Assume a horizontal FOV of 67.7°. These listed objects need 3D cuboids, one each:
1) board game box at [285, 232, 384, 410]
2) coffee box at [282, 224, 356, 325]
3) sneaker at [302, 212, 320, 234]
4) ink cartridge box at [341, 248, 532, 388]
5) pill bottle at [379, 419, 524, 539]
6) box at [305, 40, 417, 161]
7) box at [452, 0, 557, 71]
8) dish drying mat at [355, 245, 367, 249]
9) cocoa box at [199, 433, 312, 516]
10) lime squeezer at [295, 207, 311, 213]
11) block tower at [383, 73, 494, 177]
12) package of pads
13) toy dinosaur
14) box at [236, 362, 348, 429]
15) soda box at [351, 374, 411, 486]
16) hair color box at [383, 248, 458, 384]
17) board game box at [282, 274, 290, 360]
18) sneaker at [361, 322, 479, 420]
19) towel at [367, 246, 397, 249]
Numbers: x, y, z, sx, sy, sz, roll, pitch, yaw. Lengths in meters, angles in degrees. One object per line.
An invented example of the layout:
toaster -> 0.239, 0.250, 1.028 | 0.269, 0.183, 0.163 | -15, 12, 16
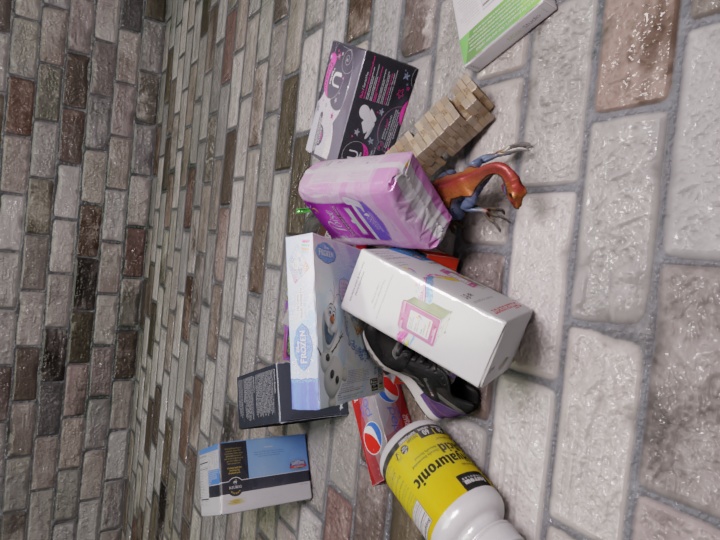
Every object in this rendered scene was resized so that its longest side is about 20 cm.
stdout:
board game box -> -0.028, 0.067, 0.706 | 0.043, 0.199, 0.203 | -6, 81, 23
coffee box -> -0.071, 0.012, 0.988 | 0.114, 0.079, 0.201 | -74, 9, -47
sneaker -> -0.051, -0.098, 1.044 | 0.091, 0.075, 0.202 | 50, 130, 36
ink cartridge box -> 0.099, 0.049, 0.672 | 0.198, 0.144, 0.086 | 29, 106, 25
pill bottle -> 0.118, 0.303, 0.705 | 0.200, 0.110, 0.113 | 42, 120, 49
box -> -0.006, -0.284, 0.956 | 0.132, 0.113, 0.203 | 42, 120, 49
box -> 0.190, -0.408, 0.752 | 0.144, 0.036, 0.204 | -26, 64, 52
dish drying mat -> 0.000, 0.000, 0.855 | 0.077, 0.018, 0.204 | 123, 153, -78
cocoa box -> -0.219, 0.422, 1.114 | 0.133, 0.197, 0.134 | -34, 58, 49
lime squeezer -> -0.035, -0.110, 0.964 | 0.198, 0.070, 0.038 | 4, 116, 51
block tower -> 0.102, -0.185, 0.781 | 0.200, 0.057, 0.054 | -43, 48, 23
package of pads -> 0.015, -0.093, 0.727 | 0.198, 0.121, 0.076 | 8, 54, 48
toy dinosaur -> 0.135, -0.095, 0.702 | 0.182, 0.196, 0.107 | 100, 156, -84
box -> -0.140, 0.248, 1.063 | 0.199, 0.146, 0.109 | -27, 65, 51
soda box -> 0.035, 0.237, 0.878 | 0.070, 0.063, 0.203 | -45, 50, 43
hair color box -> 0.077, 0.062, 0.829 | 0.101, 0.060, 0.204 | 35, 116, 61
board game box -> -0.130, 0.097, 1.172 | 0.119, 0.032, 0.204 | -5, 82, 52
sneaker -> 0.090, 0.122, 0.733 | 0.087, 0.200, 0.076 | -21, 29, 47
towel -> 0.033, -0.060, 0.873 | 0.202, 0.034, 0.134 | -91, 16, -47
